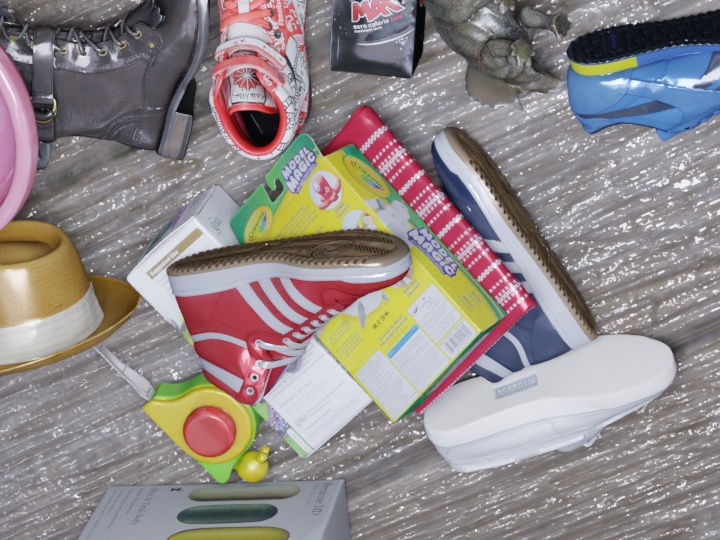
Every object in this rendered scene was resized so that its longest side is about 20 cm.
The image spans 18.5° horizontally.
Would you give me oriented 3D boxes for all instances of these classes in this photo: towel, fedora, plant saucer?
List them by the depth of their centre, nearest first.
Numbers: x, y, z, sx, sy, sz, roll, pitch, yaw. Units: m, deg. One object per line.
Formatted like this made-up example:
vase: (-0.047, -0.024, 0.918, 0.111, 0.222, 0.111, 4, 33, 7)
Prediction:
plant saucer: (-0.317, -0.115, 1.621, 0.200, 0.051, 0.201, 12, 120, 22)
towel: (0.025, -0.009, 1.653, 0.200, 0.022, 0.145, 50, 124, 9)
fedora: (-0.267, 0.014, 1.664, 0.200, 0.201, 0.082, -7, 110, 12)

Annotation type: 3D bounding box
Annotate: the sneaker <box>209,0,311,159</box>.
sneaker: (-0.075, -0.181, 1.603, 0.067, 0.108, 0.202, -3, 110, 10)

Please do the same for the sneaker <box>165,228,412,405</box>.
sneaker: (-0.042, 0.036, 1.599, 0.200, 0.071, 0.113, -5, 106, 33)

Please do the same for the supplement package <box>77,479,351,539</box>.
supplement package: (-0.113, 0.265, 1.756, 0.200, 0.152, 0.151, -3, 110, 10)

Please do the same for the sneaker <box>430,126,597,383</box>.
sneaker: (0.083, -0.004, 1.667, 0.108, 0.070, 0.200, -30, 106, 17)

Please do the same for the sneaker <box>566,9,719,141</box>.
sneaker: (0.249, -0.140, 1.596, 0.200, 0.066, 0.079, -8, 120, 13)

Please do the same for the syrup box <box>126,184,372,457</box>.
syrup box: (-0.078, 0.038, 1.703, 0.081, 0.079, 0.200, -41, 100, 21)

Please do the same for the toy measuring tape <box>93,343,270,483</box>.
toy measuring tape: (-0.139, 0.088, 1.739, 0.074, 0.074, 0.200, -40, 100, 20)

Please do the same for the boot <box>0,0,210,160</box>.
boot: (-0.203, -0.166, 1.630, 0.174, 0.069, 0.200, 8, 117, -8)

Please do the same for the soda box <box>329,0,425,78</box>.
soda box: (0.017, -0.243, 1.585, 0.063, 0.071, 0.200, 6, 111, 7)

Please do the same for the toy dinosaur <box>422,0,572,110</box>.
toy dinosaur: (0.081, -0.184, 1.555, 0.102, 0.077, 0.200, -9, 126, 51)

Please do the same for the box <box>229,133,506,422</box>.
box: (0.000, 0.000, 1.630, 0.200, 0.048, 0.117, 48, 124, 8)

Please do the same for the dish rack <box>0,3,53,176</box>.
dish rack: (-0.340, -0.122, 1.698, 0.200, 0.055, 0.154, -8, 110, 12)

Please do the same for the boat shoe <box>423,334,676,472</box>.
boat shoe: (0.151, 0.110, 1.704, 0.200, 0.072, 0.069, -21, 128, 9)
